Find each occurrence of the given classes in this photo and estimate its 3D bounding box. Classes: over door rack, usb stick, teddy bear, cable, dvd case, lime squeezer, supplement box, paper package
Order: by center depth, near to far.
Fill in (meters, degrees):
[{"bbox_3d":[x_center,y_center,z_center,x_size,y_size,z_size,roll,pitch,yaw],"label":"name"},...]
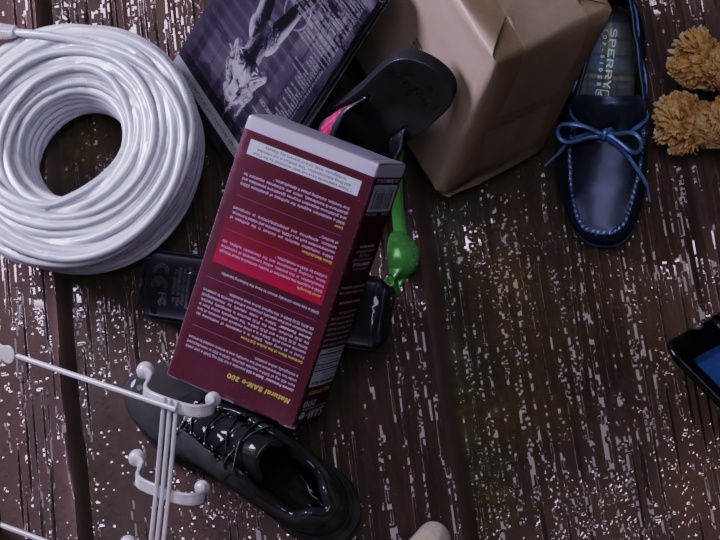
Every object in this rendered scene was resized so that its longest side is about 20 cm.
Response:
[{"bbox_3d":[-0.053,0.000,1.379,0.109,0.061,0.201,22,100,18],"label":"supplement box"},{"bbox_3d":[-0.198,0.137,1.390,0.199,0.067,0.148,12,104,18],"label":"over door rack"},{"bbox_3d":[0.072,-0.190,1.416,0.103,0.200,0.191,-25,72,-21],"label":"paper package"},{"bbox_3d":[-0.071,0.022,1.437,0.199,0.033,0.056,7,90,18],"label":"usb stick"},{"bbox_3d":[-0.064,-0.176,1.439,0.200,0.016,0.149,-55,53,29],"label":"dvd case"},{"bbox_3d":[0.321,-0.121,1.455,0.200,0.067,0.145,31,79,10],"label":"teddy bear"},{"bbox_3d":[0.000,0.000,1.457,0.070,0.038,0.200,31,79,11],"label":"lime squeezer"},{"bbox_3d":[-0.218,-0.092,1.470,0.199,0.069,0.201,0,72,10],"label":"cable"}]

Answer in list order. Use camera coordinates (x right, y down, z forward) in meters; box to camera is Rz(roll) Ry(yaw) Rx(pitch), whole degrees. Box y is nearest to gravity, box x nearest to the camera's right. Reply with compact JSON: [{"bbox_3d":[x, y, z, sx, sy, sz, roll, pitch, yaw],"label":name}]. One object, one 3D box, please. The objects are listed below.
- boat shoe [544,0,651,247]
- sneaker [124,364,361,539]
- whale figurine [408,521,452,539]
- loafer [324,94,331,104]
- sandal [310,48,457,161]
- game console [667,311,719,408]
[{"bbox_3d":[0.180,-0.120,1.464,0.084,0.069,0.201,-3,74,3],"label":"boat shoe"},{"bbox_3d":[-0.087,0.125,1.399,0.200,0.091,0.076,29,80,12],"label":"sneaker"},{"bbox_3d":[0.074,0.275,1.356,0.159,0.104,0.200,-32,50,-5],"label":"whale figurine"},{"bbox_3d":[-0.075,-0.205,1.506,0.072,0.063,0.201,-24,74,-2],"label":"loafer"},{"bbox_3d":[0.002,-0.096,1.403,0.075,0.200,0.045,30,59,-12],"label":"sandal"},{"bbox_3d":[0.342,0.081,1.373,0.176,0.116,0.200,-41,76,-8],"label":"game console"}]
